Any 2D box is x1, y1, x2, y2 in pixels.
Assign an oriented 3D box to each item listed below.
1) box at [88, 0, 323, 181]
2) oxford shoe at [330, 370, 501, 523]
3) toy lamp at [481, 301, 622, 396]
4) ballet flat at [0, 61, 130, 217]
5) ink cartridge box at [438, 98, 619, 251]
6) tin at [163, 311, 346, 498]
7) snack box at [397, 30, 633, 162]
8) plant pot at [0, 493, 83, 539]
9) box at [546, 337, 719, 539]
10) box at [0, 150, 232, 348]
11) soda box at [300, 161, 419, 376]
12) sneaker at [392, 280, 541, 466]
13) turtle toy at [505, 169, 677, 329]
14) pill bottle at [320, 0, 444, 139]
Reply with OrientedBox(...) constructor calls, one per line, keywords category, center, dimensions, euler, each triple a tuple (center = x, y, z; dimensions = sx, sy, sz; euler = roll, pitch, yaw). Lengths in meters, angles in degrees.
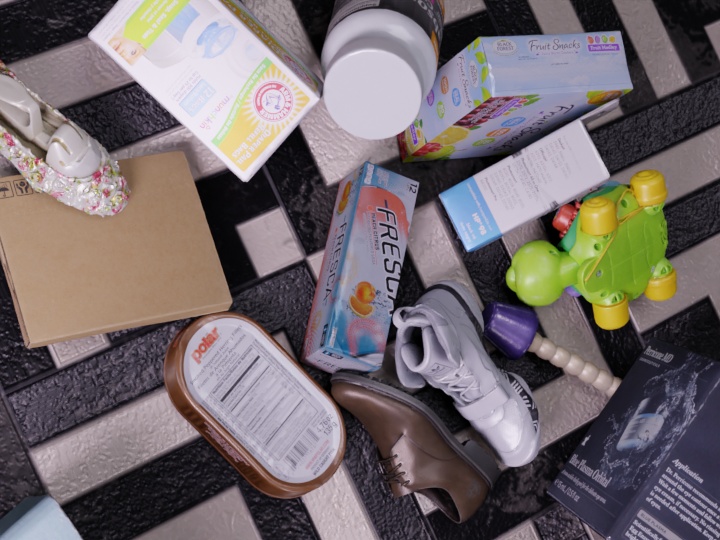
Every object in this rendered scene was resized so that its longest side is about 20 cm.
OrientedBox(category="box", center=(-0.140, -0.197, 1.470), dimensions=(0.200, 0.101, 0.112), euler=(43, 101, -10))
OrientedBox(category="oxford shoe", center=(0.043, 0.172, 1.504), dimensions=(0.199, 0.073, 0.085), euler=(39, 67, -11))
OrientedBox(category="toy lamp", center=(0.211, 0.090, 1.613), dimensions=(0.198, 0.058, 0.059), euler=(26, 67, -17))
OrientedBox(category="ballet flat", center=(-0.291, -0.123, 1.408), dimensions=(0.199, 0.064, 0.076), euler=(35, 58, -4))
OrientedBox(category="ink cartridge box", center=(0.184, -0.093, 1.561), dimensions=(0.198, 0.116, 0.067), euler=(-28, 88, 9))
OrientedBox(category="tin", center=(-0.097, 0.125, 1.469), dimensions=(0.200, 0.042, 0.112), euler=(45, 58, -8))
OrientedBox(category="snack box", center=(0.149, -0.174, 1.571), dimensions=(0.167, 0.200, 0.069), euler=(-6, 79, -27))
OrientedBox(category="plant pot", center=(-0.284, 0.319, 1.248), dimensions=(0.199, 0.196, 0.197), euler=(-35, 93, -20))
OrientedBox(category="box", center=(0.305, 0.188, 1.521), dimensions=(0.117, 0.197, 0.201), euler=(36, 88, -11))
OrientedBox(category="box", center=(-0.232, -0.023, 1.435), dimensions=(0.198, 0.021, 0.165), euler=(-11, 71, -28))
OrientedBox(category="soda box", center=(0.000, 0.000, 1.527), dimensions=(0.063, 0.068, 0.202), euler=(19, 68, -19))
OrientedBox(category="sneaker", center=(0.098, 0.110, 1.522), dimensions=(0.115, 0.075, 0.202), euler=(-19, 79, -59))
OrientedBox(category="turtle toy", center=(0.243, -0.020, 1.628), dimensions=(0.199, 0.101, 0.147), euler=(-26, 118, -29))
OrientedBox(category="pill bottle", center=(0.021, -0.218, 1.524), dimensions=(0.116, 0.117, 0.201), euler=(32, 32, -15))
